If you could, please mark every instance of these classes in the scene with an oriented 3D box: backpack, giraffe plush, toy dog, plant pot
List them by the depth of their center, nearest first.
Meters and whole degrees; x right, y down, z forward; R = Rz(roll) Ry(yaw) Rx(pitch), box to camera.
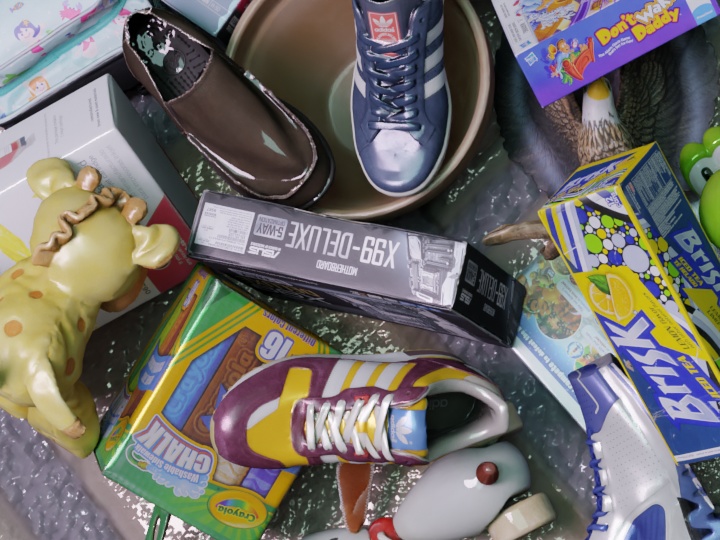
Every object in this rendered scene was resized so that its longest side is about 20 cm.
[{"bbox_3d":[-0.210,0.013,1.392,0.172,0.200,0.163,35,77,-5],"label":"giraffe plush"},{"bbox_3d":[0.043,0.172,1.425,0.132,0.096,0.200,44,92,17],"label":"toy dog"},{"bbox_3d":[0.006,-0.128,1.487,0.199,0.093,0.202,-3,80,15],"label":"plant pot"},{"bbox_3d":[-0.253,-0.219,1.546,0.177,0.151,0.201,-30,70,9],"label":"backpack"}]

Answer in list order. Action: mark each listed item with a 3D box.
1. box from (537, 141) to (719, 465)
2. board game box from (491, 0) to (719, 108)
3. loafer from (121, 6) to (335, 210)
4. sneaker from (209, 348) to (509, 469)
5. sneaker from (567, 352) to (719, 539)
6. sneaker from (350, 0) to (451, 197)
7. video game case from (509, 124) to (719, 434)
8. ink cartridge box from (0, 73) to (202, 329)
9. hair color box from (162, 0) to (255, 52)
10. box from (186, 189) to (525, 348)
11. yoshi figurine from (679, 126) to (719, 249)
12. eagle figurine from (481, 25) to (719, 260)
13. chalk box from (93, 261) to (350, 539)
[{"bbox_3d":[0.199,0.023,1.315,0.070,0.064,0.201,-18,108,43],"label":"box"},{"bbox_3d":[0.160,-0.201,1.419,0.134,0.200,0.045,-27,117,8],"label":"board game box"},{"bbox_3d":[-0.103,-0.114,1.430,0.200,0.071,0.073,40,94,18],"label":"loafer"},{"bbox_3d":[0.001,0.095,1.353,0.199,0.090,0.075,-10,105,-20],"label":"sneaker"},{"bbox_3d":[0.181,0.165,1.391,0.115,0.081,0.200,-32,87,8],"label":"sneaker"},{"bbox_3d":[0.022,-0.152,1.391,0.074,0.084,0.201,0,88,14],"label":"sneaker"},{"bbox_3d":[0.204,0.014,1.454,0.200,0.018,0.143,-43,74,3],"label":"video game case"},{"bbox_3d":[-0.230,-0.027,1.496,0.199,0.145,0.084,-28,36,8],"label":"ink cartridge box"},{"bbox_3d":[-0.058,-0.257,1.523,0.060,0.099,0.201,35,90,17],"label":"hair color box"},{"bbox_3d":[0.000,0.000,1.424,0.199,0.158,0.050,12,82,21],"label":"box"},{"bbox_3d":[0.280,-0.003,1.344,0.112,0.112,0.200,-44,102,-23],"label":"yoshi figurine"},{"bbox_3d":[0.172,-0.094,1.427,0.151,0.201,0.151,19,129,-11],"label":"eagle figurine"},{"bbox_3d":[-0.110,0.114,1.439,0.124,0.125,0.201,32,88,-14],"label":"chalk box"}]
